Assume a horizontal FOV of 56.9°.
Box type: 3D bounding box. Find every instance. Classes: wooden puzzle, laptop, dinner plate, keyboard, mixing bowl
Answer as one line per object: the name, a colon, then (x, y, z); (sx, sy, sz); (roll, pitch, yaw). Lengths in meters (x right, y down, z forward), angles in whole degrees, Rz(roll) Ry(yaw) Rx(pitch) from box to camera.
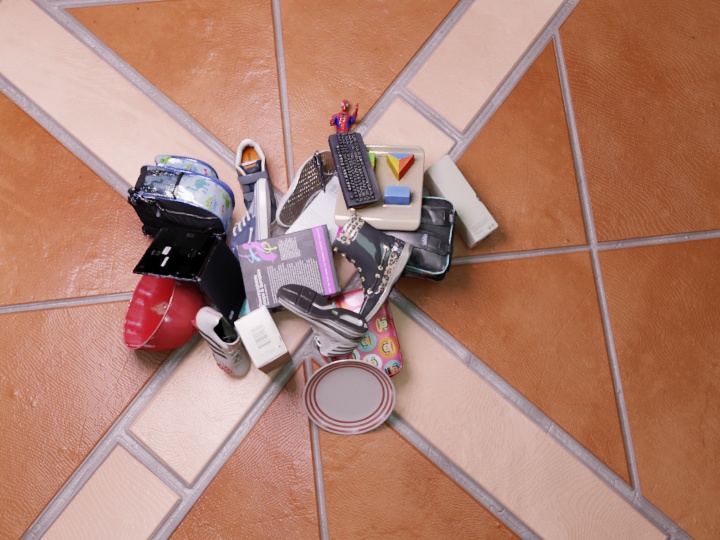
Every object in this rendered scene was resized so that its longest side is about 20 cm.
wooden puzzle: (0.042, -0.185, 1.404); (0.180, 0.047, 0.205); (3, 63, 7)
laptop: (-0.331, 0.010, 1.339); (0.194, 0.179, 0.105); (8, 121, -1)
dinner plate: (-0.023, 0.263, 1.393); (0.194, 0.024, 0.205); (-1, 119, -2)
keyboard: (-0.038, -0.211, 1.393); (0.124, 0.021, 0.203); (-14, 57, -3)
mixing bowl: (-0.399, 0.084, 1.392); (0.107, 0.198, 0.205); (28, 75, -38)

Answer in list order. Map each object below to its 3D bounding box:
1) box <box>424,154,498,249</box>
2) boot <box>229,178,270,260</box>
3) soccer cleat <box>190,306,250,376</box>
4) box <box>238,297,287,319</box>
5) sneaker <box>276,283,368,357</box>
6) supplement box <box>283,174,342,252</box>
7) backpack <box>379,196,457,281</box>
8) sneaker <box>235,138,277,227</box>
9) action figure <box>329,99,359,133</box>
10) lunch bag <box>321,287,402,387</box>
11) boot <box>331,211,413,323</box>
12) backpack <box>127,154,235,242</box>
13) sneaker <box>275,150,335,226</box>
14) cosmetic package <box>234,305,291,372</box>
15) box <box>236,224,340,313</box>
box: (0.224, -0.155, 1.514); (0.068, 0.082, 0.202); (-32, 84, -9)
boot: (-0.243, -0.098, 1.453); (0.088, 0.073, 0.206); (1, 102, 0)
soccer cleat: (-0.273, 0.154, 1.374); (0.084, 0.202, 0.069); (7, 47, 35)
box: (-0.181, 0.061, 1.445); (0.195, 0.082, 0.050); (-15, 80, -7)
sneaker: (-0.093, 0.115, 1.350); (0.197, 0.117, 0.076); (26, 33, -3)
supplement box: (-0.079, -0.096, 1.473); (0.101, 0.103, 0.201); (40, 78, 4)
backpack: (0.101, -0.072, 1.452); (0.195, 0.153, 0.181); (9, 78, 0)
sneaker: (-0.238, -0.198, 1.496); (0.077, 0.079, 0.205); (-17, 82, -7)
action figure: (-0.042, -0.307, 1.522); (0.063, 0.099, 0.206); (5, 76, -3)
lunch bag: (-0.008, 0.147, 1.444); (0.172, 0.082, 0.205); (-14, 81, -1)
boot: (0.001, -0.001, 1.366); (0.152, 0.074, 0.206); (32, 103, -1)
backpack: (-0.368, -0.150, 1.424); (0.195, 0.184, 0.150); (12, 65, 1)
sneaker: (-0.129, -0.186, 1.492); (0.073, 0.084, 0.201); (41, 80, -15)
cosmetic package: (-0.196, 0.147, 1.368); (0.072, 0.200, 0.105); (-27, 80, -9)
box: (-0.150, -0.003, 1.387); (0.195, 0.036, 0.147); (-12, 84, -2)
